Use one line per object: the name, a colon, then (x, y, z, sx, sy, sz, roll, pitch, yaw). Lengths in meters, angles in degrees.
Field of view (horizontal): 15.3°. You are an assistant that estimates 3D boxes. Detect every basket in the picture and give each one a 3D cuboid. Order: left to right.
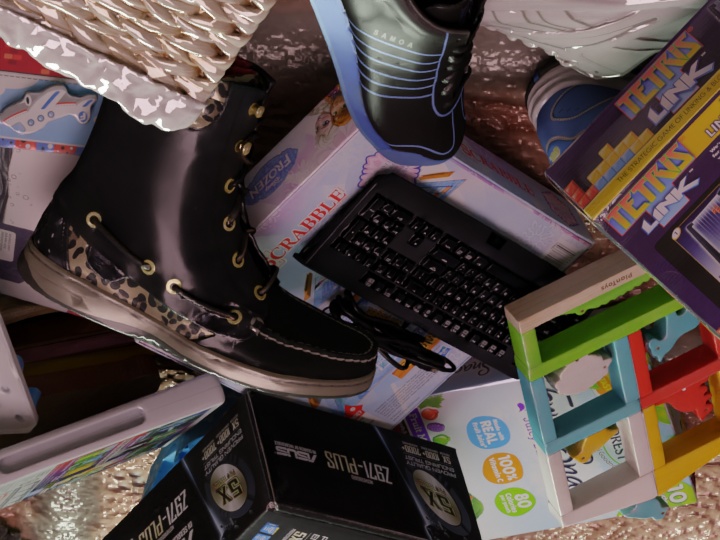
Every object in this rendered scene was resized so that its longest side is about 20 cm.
basket: (-0.119, -0.214, 1.300, 0.200, 0.198, 0.161, 29, 127, -22)

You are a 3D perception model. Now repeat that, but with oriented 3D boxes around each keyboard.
keyboard: (0.049, 0.022, 1.530, 0.200, 0.040, 0.104, 28, 115, -40)

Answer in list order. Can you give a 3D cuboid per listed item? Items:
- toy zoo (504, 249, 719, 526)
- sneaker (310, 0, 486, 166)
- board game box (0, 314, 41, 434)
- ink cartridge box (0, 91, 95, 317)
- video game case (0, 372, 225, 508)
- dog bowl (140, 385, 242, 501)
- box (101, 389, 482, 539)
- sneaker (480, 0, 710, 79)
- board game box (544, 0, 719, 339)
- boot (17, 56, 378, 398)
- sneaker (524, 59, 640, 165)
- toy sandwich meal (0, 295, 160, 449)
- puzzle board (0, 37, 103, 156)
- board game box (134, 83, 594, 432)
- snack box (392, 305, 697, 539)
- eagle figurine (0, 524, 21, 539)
toy zoo: (0.163, 0.074, 1.605, 0.131, 0.020, 0.200, -26, 129, -12)
sneaker: (0.031, -0.120, 1.372, 0.078, 0.070, 0.200, 7, 148, 26)
board game box: (-0.294, 0.010, 1.480, 0.200, 0.026, 0.200, -2, 128, 17)
ink cartridge box: (-0.196, -0.064, 1.525, 0.200, 0.084, 0.145, 17, 131, -13)
video game case: (-0.183, 0.112, 1.576, 0.182, 0.023, 0.200, -20, 174, -17)
dog bowl: (-0.077, 0.131, 1.711, 0.111, 0.050, 0.200, 13, 144, -16)
box: (-0.053, 0.179, 1.621, 0.164, 0.086, 0.200, 19, 130, -36)
sneaker: (0.108, -0.140, 1.444, 0.200, 0.078, 0.099, 2, 138, 3)
board game box: (0.221, -0.072, 1.438, 0.200, 0.057, 0.165, -46, 132, 5)
boot: (-0.066, -0.028, 1.428, 0.204, 0.073, 0.154, 21, 109, -4)
sneaker: (0.188, -0.058, 1.517, 0.200, 0.077, 0.076, 12, 132, -12)
toy sandwich meal: (-0.220, 0.079, 1.621, 0.205, 0.070, 0.205, -26, 165, -7)
puzzle board: (-0.216, -0.144, 1.424, 0.200, 0.017, 0.151, 6, 99, -12)
board game box: (0.000, 0.000, 1.545, 0.200, 0.041, 0.200, -43, 134, 18)
snack box: (0.100, 0.102, 1.692, 0.200, 0.053, 0.142, -12, 132, 13)
eagle figurine: (-0.323, 0.246, 1.810, 0.200, 0.151, 0.152, 7, 125, 11)
